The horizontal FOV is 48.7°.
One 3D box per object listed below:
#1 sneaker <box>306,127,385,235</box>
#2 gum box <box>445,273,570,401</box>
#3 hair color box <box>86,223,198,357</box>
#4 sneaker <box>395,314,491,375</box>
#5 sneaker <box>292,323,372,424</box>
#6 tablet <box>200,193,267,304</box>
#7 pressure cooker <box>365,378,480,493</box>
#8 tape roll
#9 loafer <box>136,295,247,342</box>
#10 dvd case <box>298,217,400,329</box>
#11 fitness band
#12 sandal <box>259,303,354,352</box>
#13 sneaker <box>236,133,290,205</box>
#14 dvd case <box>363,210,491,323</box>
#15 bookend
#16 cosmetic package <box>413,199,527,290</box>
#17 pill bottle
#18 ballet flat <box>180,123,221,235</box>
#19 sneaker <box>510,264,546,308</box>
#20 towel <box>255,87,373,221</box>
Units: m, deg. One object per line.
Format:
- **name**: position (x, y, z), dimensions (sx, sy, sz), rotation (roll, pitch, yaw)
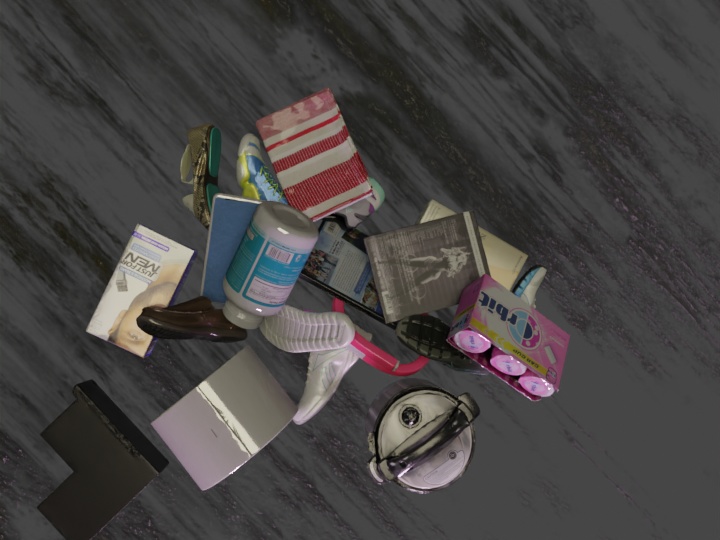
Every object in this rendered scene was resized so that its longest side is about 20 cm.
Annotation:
- **sneaker**: position (-0.067, -0.146, 1.370), dimensions (0.200, 0.078, 0.140), rotation (42, 71, -2)
- **gum box**: position (0.249, 0.114, 1.305), dimensions (0.199, 0.066, 0.114), rotation (34, 51, -12)
- **hair color box**: position (-0.370, 0.034, 1.356), dimensions (0.108, 0.065, 0.202), rotation (25, 87, -5)
- **sneaker**: position (0.147, 0.137, 1.342), dimensions (0.198, 0.079, 0.076), rotation (20, 59, -9)
- **sneaker**: position (-0.064, 0.174, 1.381), dimensions (0.080, 0.070, 0.201), rotation (35, 77, 2)
- **tablet**: position (-0.198, -0.028, 1.353), dimensions (0.129, 0.014, 0.202), rotation (9, 115, -8)
- **pressure cooker**: position (0.097, 0.274, 1.321), dimensions (0.177, 0.200, 0.178), rotation (13, 86, -5)
- **tape roll**: position (-0.219, 0.237, 1.293), dimensions (0.202, 0.203, 0.140), rotation (-38, 92, -6)
- **loafer**: position (-0.282, 0.078, 1.334), dimensions (0.199, 0.073, 0.072), rotation (12, 71, -41)
- **dvd case**: position (0.000, 0.000, 1.379), dimensions (0.199, 0.018, 0.143), rotation (29, 54, -4)
- **fitness band**: position (0.040, 0.094, 1.371), dimensions (0.199, 0.037, 0.144), rotation (34, 54, -3)
- **sandal**: position (-0.089, 0.099, 1.354), dimensions (0.201, 0.050, 0.083), rotation (7, 103, 34)
- **sneaker**: position (-0.158, -0.134, 1.372), dimensions (0.104, 0.076, 0.202), rotation (1, 99, 4)
- **dvd case**: position (0.117, -0.007, 1.349), dimensions (0.198, 0.016, 0.150), rotation (-14, 88, -9)
- **bookend**: position (-0.462, 0.326, 1.321), dimensions (0.200, 0.092, 0.199), rotation (-44, 90, -4)
- **cosmetic package**: position (0.181, -0.030, 1.404), dimensions (0.199, 0.071, 0.106), rotation (28, 85, -4)
- **pill bottle**: position (-0.156, -0.004, 1.300), dimensions (0.110, 0.111, 0.201), rotation (28, 111, -3)
- **ballet flat**: position (-0.275, -0.152, 1.378), dimensions (0.075, 0.068, 0.202), rotation (-7, 83, 16)
- **sneaker**: position (0.286, 0.087, 1.405), dimensions (0.086, 0.075, 0.201), rotation (30, 93, 10)
- **towel**: position (-0.078, -0.191, 1.337), dimensions (0.143, 0.023, 0.202), rotation (-24, 81, 5)
